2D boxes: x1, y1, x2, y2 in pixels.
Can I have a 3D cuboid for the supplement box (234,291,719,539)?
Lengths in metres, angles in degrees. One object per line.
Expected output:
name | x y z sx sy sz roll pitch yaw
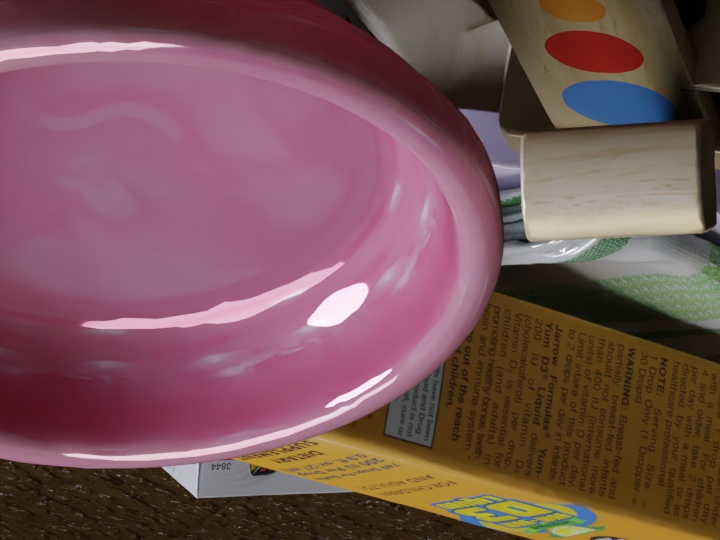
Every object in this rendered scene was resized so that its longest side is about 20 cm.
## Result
supplement box | 0.036 0.045 0.921 0.200 0.069 0.067 15 163 -29

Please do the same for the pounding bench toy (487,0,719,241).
pounding bench toy | 0.090 -0.075 0.768 0.124 0.200 0.156 6 160 18

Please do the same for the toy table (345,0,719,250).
toy table | 0.062 -0.065 0.954 0.200 0.117 0.184 12 162 1

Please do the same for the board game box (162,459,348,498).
board game box | 0.001 0.051 1.108 0.200 0.035 0.126 1 -164 -28

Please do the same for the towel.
towel | 0.083 0.022 0.969 0.149 0.031 0.200 -6 156 42

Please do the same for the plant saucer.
plant saucer | -0.063 -0.017 0.735 0.200 0.051 0.201 -2 146 -1

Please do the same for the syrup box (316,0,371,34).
syrup box | -0.037 -0.059 1.096 0.079 0.082 0.200 7 160 23
